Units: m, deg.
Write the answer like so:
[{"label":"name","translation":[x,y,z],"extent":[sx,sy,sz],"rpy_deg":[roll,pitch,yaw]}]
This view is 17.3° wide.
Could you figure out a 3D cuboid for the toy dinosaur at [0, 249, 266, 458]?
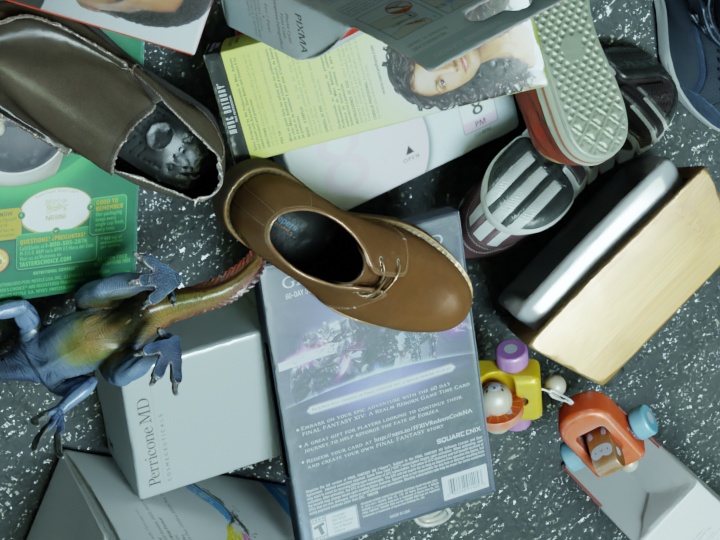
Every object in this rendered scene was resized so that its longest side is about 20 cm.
[{"label":"toy dinosaur","translation":[-0.172,0.060,1.464],"extent":[0.199,0.181,0.106],"rpy_deg":[-12,83,-42]}]

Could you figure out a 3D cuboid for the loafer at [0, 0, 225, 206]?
[{"label":"loafer","translation":[-0.150,-0.098,1.370],"extent":[0.199,0.071,0.073],"rpy_deg":[23,103,-35]}]

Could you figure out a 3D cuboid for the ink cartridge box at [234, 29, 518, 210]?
[{"label":"ink cartridge box","translation":[0.005,-0.147,1.495],"extent":[0.162,0.057,0.201],"rpy_deg":[-26,129,-13]}]

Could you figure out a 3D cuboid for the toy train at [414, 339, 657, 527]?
[{"label":"toy train","translation":[0.097,0.128,1.632],"extent":[0.199,0.056,0.150],"rpy_deg":[-25,126,21]}]

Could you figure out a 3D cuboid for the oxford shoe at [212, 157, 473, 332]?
[{"label":"oxford shoe","translation":[0.000,0.000,1.454],"extent":[0.199,0.071,0.072],"rpy_deg":[24,100,-36]}]

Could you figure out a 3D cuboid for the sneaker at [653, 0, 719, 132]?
[{"label":"sneaker","translation":[0.258,-0.148,1.565],"extent":[0.077,0.146,0.203],"rpy_deg":[-34,127,-9]}]

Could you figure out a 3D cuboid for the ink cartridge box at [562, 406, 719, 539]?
[{"label":"ink cartridge box","translation":[0.252,0.198,1.762],"extent":[0.068,0.116,0.200],"rpy_deg":[-47,127,2]}]

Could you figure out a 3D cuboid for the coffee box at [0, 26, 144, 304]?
[{"label":"coffee box","translation":[-0.194,-0.080,1.429],"extent":[0.122,0.044,0.201],"rpy_deg":[-9,120,-23]}]

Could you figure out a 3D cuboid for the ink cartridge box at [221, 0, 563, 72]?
[{"label":"ink cartridge box","translation":[0.037,-0.162,1.366],"extent":[0.160,0.200,0.048],"rpy_deg":[-30,130,-27]}]

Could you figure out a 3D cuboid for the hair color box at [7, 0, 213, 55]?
[{"label":"hair color box","translation":[-0.172,-0.202,1.324],"extent":[0.199,0.061,0.102],"rpy_deg":[14,119,-14]}]

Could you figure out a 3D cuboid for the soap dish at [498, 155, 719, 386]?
[{"label":"soap dish","translation":[0.171,0.000,1.568],"extent":[0.081,0.200,0.157],"rpy_deg":[44,91,-1]}]

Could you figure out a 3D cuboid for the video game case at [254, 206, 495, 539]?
[{"label":"video game case","translation":[0.011,0.071,1.532],"extent":[0.142,0.019,0.201],"rpy_deg":[-15,110,-19]}]

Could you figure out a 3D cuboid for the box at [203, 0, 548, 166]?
[{"label":"box","translation":[0.009,-0.126,1.435],"extent":[0.199,0.050,0.076],"rpy_deg":[-15,106,6]}]

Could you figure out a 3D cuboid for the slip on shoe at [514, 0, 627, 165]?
[{"label":"slip on shoe","translation":[0.112,-0.160,1.498],"extent":[0.074,0.061,0.201],"rpy_deg":[-15,87,-29]}]

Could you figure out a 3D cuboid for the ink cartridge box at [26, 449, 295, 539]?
[{"label":"ink cartridge box","translation":[-0.115,0.227,1.570],"extent":[0.199,0.145,0.148],"rpy_deg":[13,110,-32]}]

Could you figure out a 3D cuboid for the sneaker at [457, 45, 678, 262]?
[{"label":"sneaker","translation":[0.124,-0.072,1.590],"extent":[0.076,0.116,0.200],"rpy_deg":[50,53,3]}]

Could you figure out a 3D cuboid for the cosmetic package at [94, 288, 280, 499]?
[{"label":"cosmetic package","translation":[-0.070,0.064,1.554],"extent":[0.199,0.071,0.102],"rpy_deg":[-17,122,-18]}]
